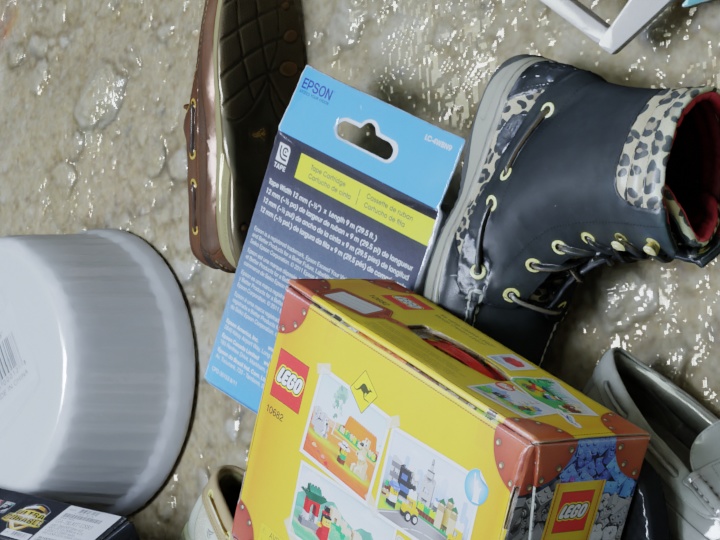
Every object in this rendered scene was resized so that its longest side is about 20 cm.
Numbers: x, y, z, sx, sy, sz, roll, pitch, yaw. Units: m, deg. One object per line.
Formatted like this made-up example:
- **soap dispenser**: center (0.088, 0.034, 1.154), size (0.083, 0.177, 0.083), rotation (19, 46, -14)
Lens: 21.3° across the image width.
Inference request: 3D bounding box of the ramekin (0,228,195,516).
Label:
- **ramekin**: center (-0.210, 0.069, 1.281), size (0.200, 0.098, 0.201), rotation (-4, 85, 45)

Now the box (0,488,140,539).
- **box**: center (-0.189, 0.235, 1.216), size (0.198, 0.050, 0.200), rotation (5, 123, 46)

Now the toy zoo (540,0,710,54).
- **toy zoo**: center (0.114, -0.203, 0.976), size (0.200, 0.020, 0.131), rotation (38, 105, 8)

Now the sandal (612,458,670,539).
- **sandal**: center (0.141, 0.187, 0.908), size (0.075, 0.045, 0.200), rotation (-12, 78, 58)

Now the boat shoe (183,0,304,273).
- **boat shoe**: center (-0.082, -0.097, 1.184), size (0.067, 0.072, 0.200), rotation (0, 89, 43)

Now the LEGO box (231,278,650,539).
- **LEGO box**: center (0.031, 0.108, 0.950), size (0.200, 0.077, 0.149), rotation (32, 114, 47)

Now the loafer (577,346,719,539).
- **loafer**: center (0.174, 0.103, 0.916), size (0.200, 0.070, 0.070), rotation (33, 118, 42)

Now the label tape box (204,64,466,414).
- **label tape box**: center (0.000, 0.000, 1.102), size (0.143, 0.066, 0.200), rotation (29, 105, 42)

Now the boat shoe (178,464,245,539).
- **boat shoe**: center (-0.039, 0.180, 1.119), size (0.200, 0.074, 0.067), rotation (31, 114, 42)

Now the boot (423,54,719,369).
- **boot**: center (0.110, -0.007, 0.971), size (0.154, 0.073, 0.204), rotation (13, 93, 55)
